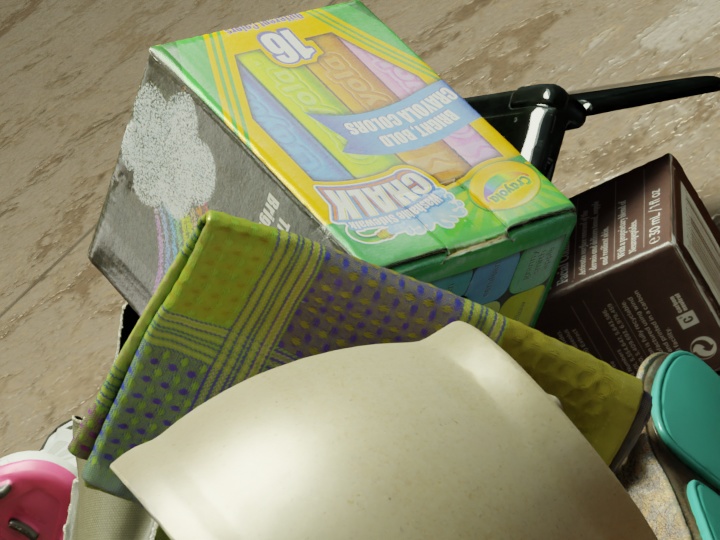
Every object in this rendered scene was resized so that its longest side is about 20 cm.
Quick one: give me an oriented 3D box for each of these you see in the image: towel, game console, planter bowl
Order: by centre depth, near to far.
[{"bbox_3d":[0.024,0.104,0.944,0.135,0.200,0.200,-40,22,-6],"label":"planter bowl"},{"bbox_3d":[0.002,0.065,1.029,0.144,0.199,0.023,-58,15,28],"label":"towel"},{"bbox_3d":[0.054,-0.029,1.275,0.200,0.116,0.177,-5,63,50],"label":"game console"}]

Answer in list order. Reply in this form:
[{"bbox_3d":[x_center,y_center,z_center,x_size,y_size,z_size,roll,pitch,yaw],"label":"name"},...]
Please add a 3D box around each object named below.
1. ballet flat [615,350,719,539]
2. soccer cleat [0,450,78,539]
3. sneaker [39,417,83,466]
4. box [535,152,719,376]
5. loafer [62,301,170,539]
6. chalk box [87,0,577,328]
[{"bbox_3d":[0.118,0.099,1.041,0.067,0.068,0.200,-42,16,20],"label":"ballet flat"},{"bbox_3d":[-0.188,0.148,1.236,0.200,0.070,0.086,-56,14,25],"label":"soccer cleat"},{"bbox_3d":[-0.176,0.139,1.357,0.200,0.076,0.115,-25,12,-5],"label":"sneaker"},{"bbox_3d":[0.074,0.030,1.238,0.199,0.075,0.100,-26,22,17],"label":"box"},{"bbox_3d":[-0.104,0.090,1.148,0.075,0.070,0.201,-17,47,41],"label":"loafer"},{"bbox_3d":[0.000,0.000,1.105,0.123,0.125,0.200,-18,53,-40],"label":"chalk box"}]
